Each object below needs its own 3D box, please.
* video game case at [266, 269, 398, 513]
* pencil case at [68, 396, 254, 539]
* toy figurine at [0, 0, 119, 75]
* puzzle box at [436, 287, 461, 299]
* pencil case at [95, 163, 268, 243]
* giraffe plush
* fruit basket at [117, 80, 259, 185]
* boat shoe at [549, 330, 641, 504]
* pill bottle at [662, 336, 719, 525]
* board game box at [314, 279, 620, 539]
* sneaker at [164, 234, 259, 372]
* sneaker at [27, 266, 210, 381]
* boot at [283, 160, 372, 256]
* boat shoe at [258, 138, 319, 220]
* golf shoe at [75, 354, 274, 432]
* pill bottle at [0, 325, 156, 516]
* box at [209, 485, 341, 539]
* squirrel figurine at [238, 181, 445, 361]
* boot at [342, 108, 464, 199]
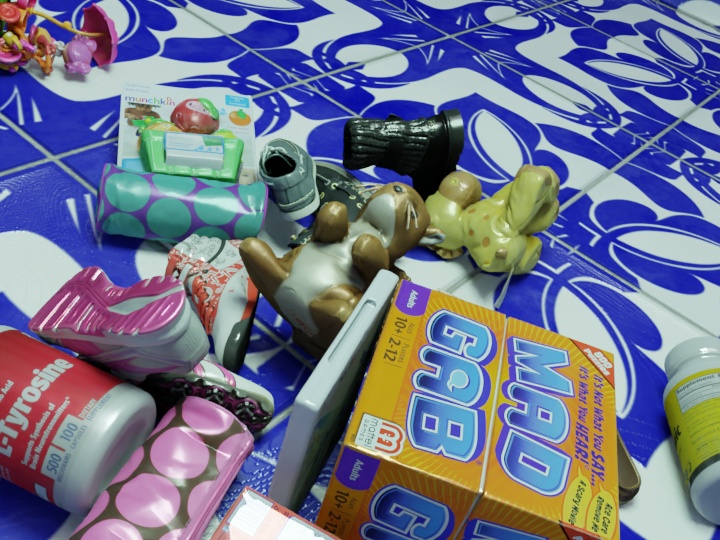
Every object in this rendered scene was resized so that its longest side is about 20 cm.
[{"bbox_3d":[-0.029,0.123,0.667,0.022,0.200,0.182,25,38,8],"label":"video game case"},{"bbox_3d":[-0.158,0.193,0.627,0.093,0.091,0.200,-8,32,26],"label":"pencil case"},{"bbox_3d":[-0.467,-0.358,1.169,0.184,0.150,0.200,14,59,-19],"label":"toy figurine"},{"bbox_3d":[0.108,0.105,0.884,0.133,0.025,0.200,26,39,12],"label":"puzzle box"},{"bbox_3d":[-0.217,-0.077,0.932,0.199,0.085,0.093,6,35,-14],"label":"pencil case"},{"bbox_3d":[0.158,-0.068,1.041,0.162,0.173,0.200,25,72,26],"label":"giraffe plush"},{"bbox_3d":[-0.230,-0.184,1.034,0.185,0.094,0.200,4,58,-17],"label":"fruit basket"},{"bbox_3d":[0.234,0.154,0.824,0.072,0.068,0.200,-10,57,-36],"label":"boat shoe"},{"bbox_3d":[0.402,0.170,0.847,0.111,0.111,0.200,14,38,-4],"label":"pill bottle"},{"bbox_3d":[0.082,0.169,0.653,0.199,0.200,0.200,19,38,3],"label":"board game box"},{"bbox_3d":[-0.167,0.030,0.839,0.108,0.067,0.202,12,35,-6],"label":"sneaker"},{"bbox_3d":[-0.214,0.056,0.678,0.200,0.088,0.081,7,48,37],"label":"sneaker"},{"bbox_3d":[-0.052,-0.064,0.995,0.203,0.074,0.154,34,45,24],"label":"boot"},{"bbox_3d":[-0.099,-0.138,0.999,0.073,0.062,0.200,-24,35,1],"label":"boat shoe"},{"bbox_3d":[-0.175,0.098,0.746,0.199,0.073,0.092,17,36,0],"label":"golf shoe"},{"bbox_3d":[-0.287,0.116,0.649,0.200,0.112,0.112,23,38,8],"label":"pill bottle"},{"bbox_3d":[-0.091,0.270,0.525,0.102,0.095,0.200,25,49,11],"label":"box"},{"bbox_3d":[0.000,0.000,0.821,0.141,0.200,0.187,30,63,29],"label":"squirrel figurine"},{"bbox_3d":[0.051,-0.154,1.071,0.157,0.211,0.080,-10,67,-6],"label":"boot"}]
